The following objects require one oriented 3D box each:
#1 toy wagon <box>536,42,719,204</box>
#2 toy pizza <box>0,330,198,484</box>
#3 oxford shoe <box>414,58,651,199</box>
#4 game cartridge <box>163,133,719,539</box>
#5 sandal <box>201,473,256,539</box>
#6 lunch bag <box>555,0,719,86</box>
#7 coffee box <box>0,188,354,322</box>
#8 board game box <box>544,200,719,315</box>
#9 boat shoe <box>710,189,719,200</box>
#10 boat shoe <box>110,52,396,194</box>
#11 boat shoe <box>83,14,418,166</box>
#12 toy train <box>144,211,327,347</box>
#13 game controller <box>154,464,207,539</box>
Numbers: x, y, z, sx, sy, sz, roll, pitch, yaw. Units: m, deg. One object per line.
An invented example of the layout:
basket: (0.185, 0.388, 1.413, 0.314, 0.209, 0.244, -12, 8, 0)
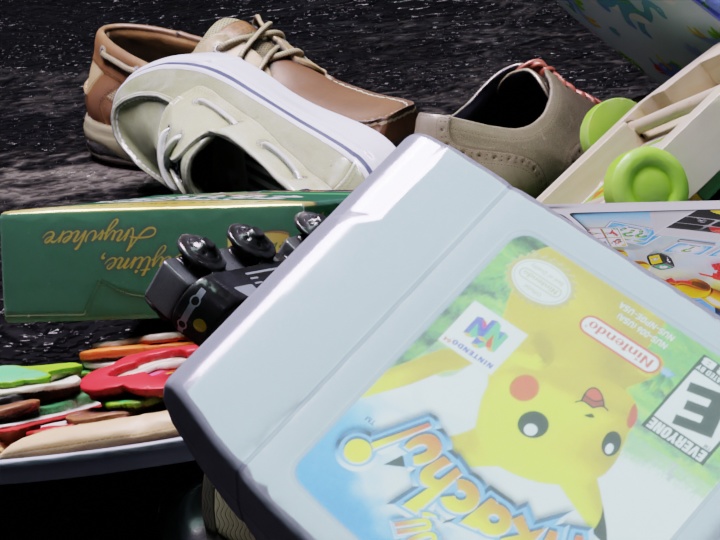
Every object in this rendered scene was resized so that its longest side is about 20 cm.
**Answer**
toy wagon: (0.096, -0.027, 1.103, 0.200, 0.040, 0.155, -44, 7, -18)
toy pizza: (-0.071, 0.040, 0.968, 0.200, 0.032, 0.200, -9, 5, 1)
oxford shoe: (0.096, -0.061, 1.239, 0.070, 0.075, 0.200, 6, 19, 38)
game cartridge: (0.049, 0.055, 0.763, 0.200, 0.041, 0.133, 33, 67, 23)
sandal: (0.050, 0.085, 0.815, 0.200, 0.080, 0.057, 8, 1, 10)
lunch bag: (0.160, -0.128, 1.220, 0.200, 0.083, 0.161, 38, -5, 14)
coffee box: (-0.054, -0.009, 1.089, 0.123, 0.044, 0.200, -1, 3, 14)
board game box: (0.138, 0.027, 0.912, 0.199, 0.035, 0.126, -2, 41, -12)
boat shoe: (0.163, -0.006, 1.073, 0.066, 0.075, 0.199, -31, 21, 14)
boat shoe: (-0.061, -0.056, 1.273, 0.062, 0.072, 0.200, -16, 23, -38)
boat shoe: (-0.063, -0.088, 1.368, 0.200, 0.074, 0.076, 7, 21, 34)
toy train: (0.000, 0.000, 0.963, 0.046, 0.034, 0.200, 43, 29, 22)
game controller: (0.036, 0.076, 0.905, 0.200, 0.042, 0.104, -13, 34, -23)
